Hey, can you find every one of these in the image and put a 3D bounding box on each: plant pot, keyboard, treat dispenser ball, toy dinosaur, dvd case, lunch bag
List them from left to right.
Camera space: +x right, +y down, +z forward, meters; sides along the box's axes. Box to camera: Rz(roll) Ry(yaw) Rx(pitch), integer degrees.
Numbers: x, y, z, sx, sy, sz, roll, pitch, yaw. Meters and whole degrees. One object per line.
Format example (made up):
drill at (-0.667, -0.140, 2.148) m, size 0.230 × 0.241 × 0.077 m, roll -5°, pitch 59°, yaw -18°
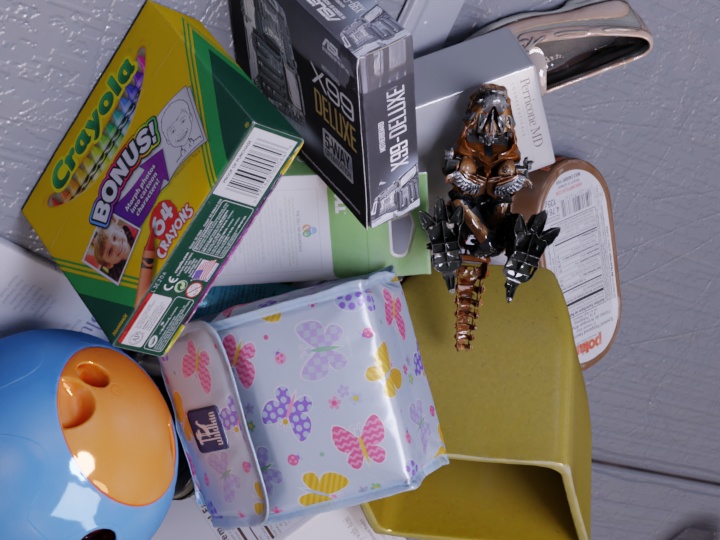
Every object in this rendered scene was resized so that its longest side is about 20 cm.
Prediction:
dvd case at (-0.289, 0.049, 1.624) m, size 0.143 × 0.018 × 0.200 m, roll -50°, pitch 138°, yaw 9°
treat dispenser ball at (-0.241, 0.146, 1.578) m, size 0.200 × 0.201 × 0.202 m, roll -20°, pitch 135°, yaw -21°
lunch bag at (-0.054, 0.104, 1.567) m, size 0.199 × 0.171 × 0.127 m, roll -13°, pitch -177°, yaw 21°
keyboard at (0.031, -0.157, 1.692) m, size 0.056 × 0.011 × 0.201 m, roll 1°, pitch 125°, yaw -43°
plant pot at (0.101, 0.105, 1.727) m, size 0.194 × 0.201 × 0.195 m, roll 3°, pitch 152°, yaw 14°
toy dinosaur at (0.099, -0.038, 1.584) m, size 0.101 × 0.136 × 0.201 m, roll -14°, pitch 108°, yaw 3°

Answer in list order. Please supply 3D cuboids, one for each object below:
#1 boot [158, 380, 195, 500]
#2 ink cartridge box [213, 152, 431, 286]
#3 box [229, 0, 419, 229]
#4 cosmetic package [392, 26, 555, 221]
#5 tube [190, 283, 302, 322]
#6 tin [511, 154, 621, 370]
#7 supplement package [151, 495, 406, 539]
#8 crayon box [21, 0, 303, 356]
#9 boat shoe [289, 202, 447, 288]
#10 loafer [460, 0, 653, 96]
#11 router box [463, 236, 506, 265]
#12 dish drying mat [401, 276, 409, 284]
boot at (-0.105, 0.118, 1.724) m, size 0.154 × 0.073 × 0.205 m, roll 46°, pitch 54°, yaw -53°
ink cartridge box at (-0.046, -0.048, 1.592) m, size 0.198 × 0.059 × 0.104 m, roll -3°, pitch 128°, yaw 1°
box at (-0.029, -0.151, 1.506) m, size 0.050 × 0.200 × 0.158 m, roll -24°, pitch 137°, yaw -20°
cosmetic package at (0.049, -0.110, 1.657) m, size 0.199 × 0.071 × 0.102 m, roll -21°, pitch 127°, yaw -4°
tube at (-0.112, 0.029, 1.647) m, size 0.199 × 0.050 × 0.078 m, roll 18°, pitch 84°, yaw -13°
tin at (0.187, -0.005, 1.851) m, size 0.112 × 0.042 × 0.201 m, roll -21°, pitch 110°, yaw -36°
supplement package at (-0.082, 0.242, 1.866) m, size 0.200 × 0.120 × 0.121 m, roll -36°, pitch 139°, yaw -4°
crayon box at (-0.152, -0.069, 1.507) m, size 0.058 × 0.173 × 0.201 m, roll 16°, pitch 114°, yaw -46°
boat shoe at (0.000, 0.000, 1.716) m, size 0.200 × 0.069 × 0.057 m, roll -42°, pitch 157°, yaw -3°
loafer at (0.156, -0.180, 1.722) m, size 0.199 × 0.063 × 0.072 m, roll -24°, pitch 136°, yaw -18°
router box at (0.103, 0.049, 1.891) m, size 0.199 × 0.049 × 0.180 m, roll 20°, pitch 112°, yaw -45°
dish drying mat at (0.018, -0.003, 1.762) m, size 0.076 × 0.018 × 0.201 m, roll -4°, pitch 119°, yaw -21°
